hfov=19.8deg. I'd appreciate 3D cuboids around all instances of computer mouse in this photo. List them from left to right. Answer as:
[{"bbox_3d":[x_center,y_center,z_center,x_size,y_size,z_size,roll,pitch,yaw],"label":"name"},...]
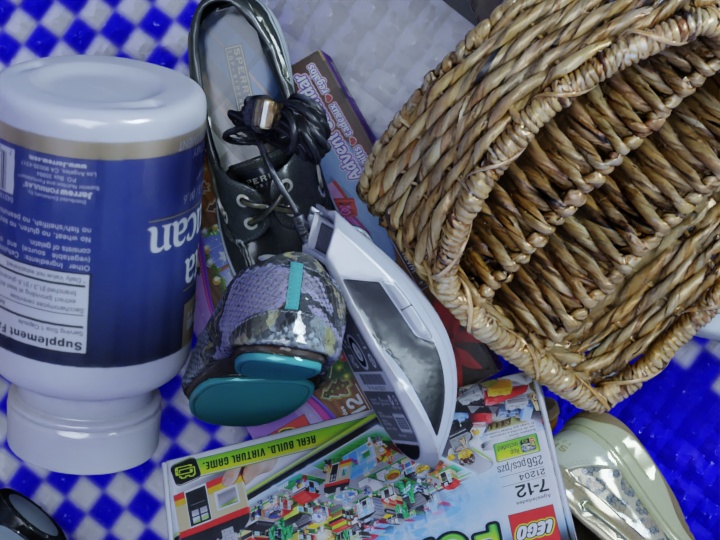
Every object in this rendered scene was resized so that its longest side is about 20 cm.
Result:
[{"bbox_3d":[0.000,0.000,1.004,0.044,0.110,0.201,-29,96,-15],"label":"computer mouse"}]

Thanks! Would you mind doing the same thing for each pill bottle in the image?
[{"bbox_3d":[-0.139,-0.001,1.068,0.110,0.111,0.201,8,111,7],"label":"pill bottle"}]

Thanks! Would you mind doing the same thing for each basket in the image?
[{"bbox_3d":[0.117,-0.049,0.992,0.200,0.143,0.149,-44,65,16],"label":"basket"}]

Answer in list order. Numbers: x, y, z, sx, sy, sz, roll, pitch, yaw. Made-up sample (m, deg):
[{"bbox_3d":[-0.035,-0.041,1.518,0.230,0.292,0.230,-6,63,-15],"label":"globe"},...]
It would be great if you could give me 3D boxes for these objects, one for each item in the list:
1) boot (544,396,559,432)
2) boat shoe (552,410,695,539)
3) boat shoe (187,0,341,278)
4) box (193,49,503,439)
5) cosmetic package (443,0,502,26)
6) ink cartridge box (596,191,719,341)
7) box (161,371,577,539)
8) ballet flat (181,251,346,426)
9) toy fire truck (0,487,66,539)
[{"bbox_3d":[0.038,0.166,1.108,0.200,0.071,0.145,-25,98,-1],"label":"boot"},{"bbox_3d":[0.151,0.170,1.071,0.063,0.073,0.200,-33,85,-31],"label":"boat shoe"},{"bbox_3d":[-0.051,-0.050,1.078,0.068,0.057,0.201,-17,86,6],"label":"boat shoe"},{"bbox_3d":[-0.029,0.001,1.123,0.136,0.039,0.201,-30,86,7],"label":"box"},{"bbox_3d":[0.006,-0.222,1.090,0.200,0.105,0.071,39,92,4],"label":"cosmetic package"},{"bbox_3d":[0.172,-0.070,1.069,0.162,0.050,0.201,13,94,28],"label":"ink cartridge box"},{"bbox_3d":[0.004,0.125,1.029,0.199,0.035,0.110,-15,51,5],"label":"box"},{"bbox_3d":[-0.045,0.031,1.020,0.072,0.200,0.072,3,76,-12],"label":"ballet flat"},{"bbox_3d":[-0.136,0.213,1.074,0.200,0.176,0.129,41,94,-7],"label":"toy fire truck"}]
